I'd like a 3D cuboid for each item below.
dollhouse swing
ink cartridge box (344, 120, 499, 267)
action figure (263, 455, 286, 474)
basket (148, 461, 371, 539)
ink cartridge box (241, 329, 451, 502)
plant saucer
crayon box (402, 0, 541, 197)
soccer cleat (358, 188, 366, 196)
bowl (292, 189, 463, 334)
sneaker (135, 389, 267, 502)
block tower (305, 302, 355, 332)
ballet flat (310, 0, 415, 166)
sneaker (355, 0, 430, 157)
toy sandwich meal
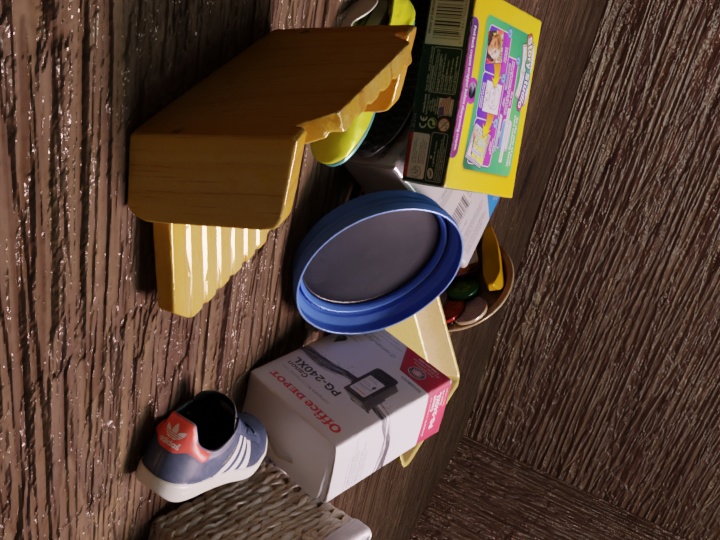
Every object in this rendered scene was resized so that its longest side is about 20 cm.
[{"bbox_3d":[-0.055,-0.063,0.733,0.200,0.179,0.178,-51,139,-49],"label":"dollhouse swing"},{"bbox_3d":[0.083,-0.122,1.144,0.200,0.084,0.147,49,63,-44],"label":"ink cartridge box"},{"bbox_3d":[-0.100,0.261,1.182,0.201,0.068,0.132,108,-30,-63],"label":"action figure"},{"bbox_3d":[-0.119,0.338,1.015,0.197,0.160,0.202,-18,131,-53],"label":"basket"},{"bbox_3d":[-0.016,0.151,1.111,0.199,0.145,0.084,-22,137,-43],"label":"ink cartridge box"},{"bbox_3d":[0.061,0.133,1.365,0.200,0.048,0.202,-49,132,-45],"label":"plant saucer"},{"bbox_3d":[0.123,-0.187,1.050,0.172,0.058,0.203,-1,102,-59],"label":"crayon box"},{"bbox_3d":[0.020,-0.085,1.193,0.202,0.068,0.073,-61,144,-17],"label":"soccer cleat"},{"bbox_3d":[0.017,-0.008,1.083,0.198,0.040,0.202,-15,141,-12],"label":"bowl"},{"bbox_3d":[-0.132,0.151,0.927,0.085,0.074,0.200,-66,167,12],"label":"sneaker"},{"bbox_3d":[0.000,0.000,1.237,0.201,0.057,0.054,-54,160,-40],"label":"block tower"},{"bbox_3d":[-0.007,-0.196,0.925,0.202,0.066,0.067,-65,145,-23],"label":"ballet flat"},{"bbox_3d":[0.047,-0.214,1.055,0.203,0.069,0.090,-71,163,3],"label":"sneaker"},{"bbox_3d":[0.138,-0.001,1.478,0.207,0.203,0.071,-60,144,-28],"label":"toy sandwich meal"}]
